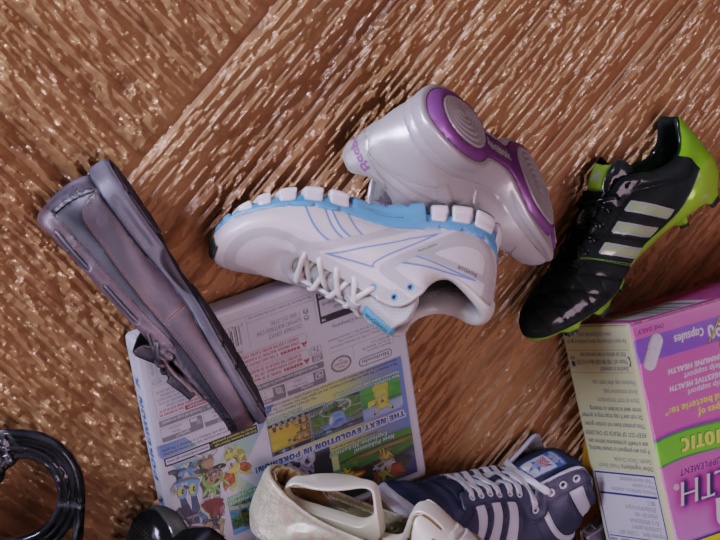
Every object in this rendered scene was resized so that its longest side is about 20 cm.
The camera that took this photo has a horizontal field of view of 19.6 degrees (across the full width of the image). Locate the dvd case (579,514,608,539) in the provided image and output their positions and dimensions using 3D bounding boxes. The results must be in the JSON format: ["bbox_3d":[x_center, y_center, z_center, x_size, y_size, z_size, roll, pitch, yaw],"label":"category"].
[{"bbox_3d":[0.254,0.245,1.638,0.149,0.016,0.200,-31,122,-21],"label":"dvd case"}]

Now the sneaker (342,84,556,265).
[{"bbox_3d":[0.064,-0.057,1.444,0.100,0.075,0.200,-26,140,23],"label":"sneaker"}]

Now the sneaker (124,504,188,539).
[{"bbox_3d":[-0.175,0.255,1.407,0.114,0.076,0.200,3,111,-37],"label":"sneaker"}]

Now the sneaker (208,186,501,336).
[{"bbox_3d":[0.000,0.000,1.378,0.200,0.087,0.075,3,148,-9],"label":"sneaker"}]

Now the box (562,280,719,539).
[{"bbox_3d":[0.265,0.115,1.549,0.176,0.097,0.200,-14,94,-25],"label":"box"}]

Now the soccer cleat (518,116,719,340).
[{"bbox_3d":[0.178,-0.031,1.515,0.200,0.068,0.081,-43,114,-17],"label":"soccer cleat"}]

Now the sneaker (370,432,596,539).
[{"bbox_3d":[0.096,0.162,1.522,0.200,0.070,0.109,31,94,-45],"label":"sneaker"}]

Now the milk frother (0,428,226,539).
[{"bbox_3d":[-0.189,0.202,1.278,0.200,0.188,0.181,29,80,-8],"label":"milk frother"}]

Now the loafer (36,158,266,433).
[{"bbox_3d":[-0.134,0.025,1.345,0.063,0.072,0.200,-31,102,0],"label":"loafer"}]

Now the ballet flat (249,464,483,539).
[{"bbox_3d":[0.019,0.178,1.413,0.200,0.067,0.062,13,110,9],"label":"ballet flat"}]

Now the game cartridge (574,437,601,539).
[{"bbox_3d":[0.261,0.159,1.647,0.200,0.032,0.177,-5,110,-25],"label":"game cartridge"}]

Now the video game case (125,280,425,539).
[{"bbox_3d":[-0.054,0.095,1.451,0.200,0.022,0.183,-19,116,-23],"label":"video game case"}]
